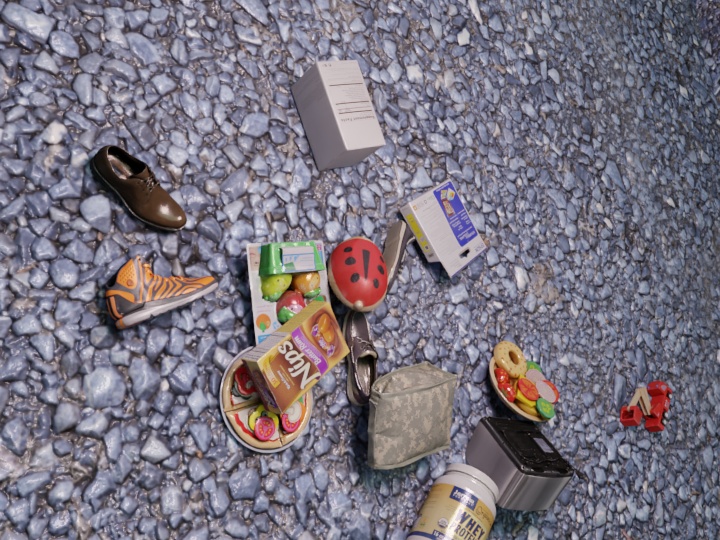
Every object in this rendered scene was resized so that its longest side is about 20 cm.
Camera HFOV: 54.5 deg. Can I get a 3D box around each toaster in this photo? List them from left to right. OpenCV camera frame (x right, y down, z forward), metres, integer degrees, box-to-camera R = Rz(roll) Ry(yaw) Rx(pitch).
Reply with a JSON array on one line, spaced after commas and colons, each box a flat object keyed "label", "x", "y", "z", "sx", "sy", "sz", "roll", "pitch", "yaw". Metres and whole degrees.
[{"label": "toaster", "x": 0.357, "y": 0.429, "z": 1.552, "sx": 0.179, "sy": 0.120, "sz": 0.200, "roll": 12, "pitch": 24, "yaw": -33}]

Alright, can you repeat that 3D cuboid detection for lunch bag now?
[{"label": "lunch bag", "x": 0.087, "y": 0.292, "z": 1.409, "sx": 0.198, "sy": 0.117, "sz": 0.167, "roll": -9, "pitch": 109, "yaw": -39}]

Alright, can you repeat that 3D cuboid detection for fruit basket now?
[{"label": "fruit basket", "x": -0.132, "y": 0.043, "z": 1.375, "sx": 0.183, "sy": 0.093, "sz": 0.204, "roll": -4, "pitch": 81, "yaw": -37}]

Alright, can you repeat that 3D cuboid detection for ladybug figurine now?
[{"label": "ladybug figurine", "x": 0.000, "y": 0.000, "z": 1.457, "sx": 0.134, "sy": 0.072, "sz": 0.202, "roll": 14, "pitch": 41, "yaw": -17}]

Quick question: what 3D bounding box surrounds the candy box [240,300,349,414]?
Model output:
[{"label": "candy box", "x": -0.117, "y": 0.159, "z": 1.311, "sx": 0.199, "sy": 0.056, "sz": 0.118, "roll": -39, "pitch": 116, "yaw": -36}]

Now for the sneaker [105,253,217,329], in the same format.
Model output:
[{"label": "sneaker", "x": -0.351, "y": 0.017, "z": 1.228, "sx": 0.198, "sy": 0.077, "sz": 0.114, "roll": -21, "pitch": 89, "yaw": -39}]

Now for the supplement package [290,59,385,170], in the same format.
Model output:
[{"label": "supplement package", "x": -0.050, "y": -0.341, "z": 1.541, "sx": 0.119, "sy": 0.121, "sz": 0.203, "roll": -15, "pitch": 85, "yaw": -39}]

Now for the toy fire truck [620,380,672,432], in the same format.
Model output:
[{"label": "toy fire truck", "x": 0.817, "y": 0.382, "z": 1.994, "sx": 0.141, "sy": 0.049, "sz": 0.201, "roll": 43, "pitch": 54, "yaw": -17}]

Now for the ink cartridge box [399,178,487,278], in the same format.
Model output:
[{"label": "ink cartridge box", "x": 0.203, "y": -0.100, "z": 1.690, "sx": 0.197, "sy": 0.047, "sz": 0.202, "roll": -32, "pitch": 97, "yaw": -47}]

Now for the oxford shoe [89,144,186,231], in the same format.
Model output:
[{"label": "oxford shoe", "x": -0.388, "y": -0.144, "z": 1.251, "sx": 0.199, "sy": 0.084, "sz": 0.073, "roll": 40, "pitch": 54, "yaw": -21}]

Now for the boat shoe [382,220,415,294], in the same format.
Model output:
[{"label": "boat shoe", "x": 0.082, "y": -0.020, "z": 1.567, "sx": 0.062, "sy": 0.072, "sz": 0.202, "roll": 36, "pitch": 52, "yaw": -25}]

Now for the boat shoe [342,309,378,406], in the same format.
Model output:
[{"label": "boat shoe", "x": 0.006, "y": 0.176, "z": 1.449, "sx": 0.071, "sy": 0.064, "sz": 0.204, "roll": 11, "pitch": 69, "yaw": -33}]

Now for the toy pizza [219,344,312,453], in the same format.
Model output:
[{"label": "toy pizza", "x": -0.171, "y": 0.238, "z": 1.319, "sx": 0.198, "sy": 0.032, "sz": 0.204, "roll": 13, "pitch": 68, "yaw": -33}]

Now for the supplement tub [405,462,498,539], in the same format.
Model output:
[{"label": "supplement tub", "x": 0.190, "y": 0.513, "z": 1.425, "sx": 0.145, "sy": 0.144, "sz": 0.201, "roll": 46, "pitch": 54, "yaw": -15}]

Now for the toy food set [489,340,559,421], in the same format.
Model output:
[{"label": "toy food set", "x": 0.391, "y": 0.272, "z": 1.671, "sx": 0.197, "sy": 0.049, "sz": 0.201, "roll": 35, "pitch": 33, "yaw": -5}]
